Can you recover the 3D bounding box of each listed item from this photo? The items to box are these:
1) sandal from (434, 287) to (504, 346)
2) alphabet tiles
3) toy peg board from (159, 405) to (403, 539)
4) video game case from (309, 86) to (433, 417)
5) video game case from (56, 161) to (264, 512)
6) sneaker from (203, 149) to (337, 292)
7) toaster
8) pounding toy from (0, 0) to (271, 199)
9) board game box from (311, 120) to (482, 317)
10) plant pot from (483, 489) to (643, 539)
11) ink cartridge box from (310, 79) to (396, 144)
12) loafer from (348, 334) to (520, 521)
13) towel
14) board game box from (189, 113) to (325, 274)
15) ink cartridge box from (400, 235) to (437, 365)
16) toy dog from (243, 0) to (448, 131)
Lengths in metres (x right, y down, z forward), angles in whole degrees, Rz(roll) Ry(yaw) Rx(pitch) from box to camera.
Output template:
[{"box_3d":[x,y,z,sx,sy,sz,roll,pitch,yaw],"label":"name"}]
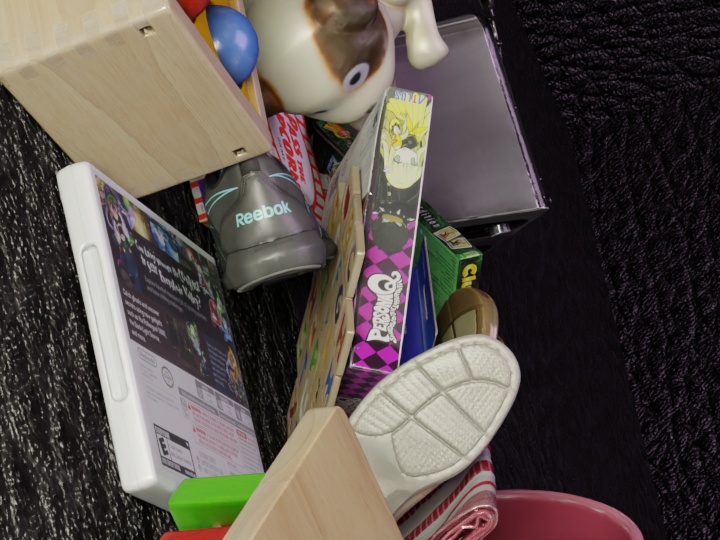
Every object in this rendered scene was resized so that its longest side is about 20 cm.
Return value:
[{"box_3d":[0.071,0.077,1.499,0.200,0.054,0.081,104,-11,-56],"label":"sandal"},{"box_3d":[-0.023,0.043,1.431,0.167,0.006,0.201,-93,-165,-56],"label":"alphabet tiles"},{"box_3d":[-0.050,0.208,1.132,0.201,0.097,0.199,66,34,-24],"label":"toy peg board"},{"box_3d":[0.000,0.000,1.467,0.200,0.036,0.182,126,-26,-70],"label":"video game case"},{"box_3d":[-0.105,0.052,1.272,0.200,0.023,0.183,42,32,-67],"label":"video game case"},{"box_3d":[-0.056,-0.033,1.371,0.200,0.075,0.080,169,-97,-84],"label":"sneaker"},{"box_3d":[0.053,-0.105,1.847,0.181,0.118,0.201,144,-69,-67],"label":"toaster"},{"box_3d":[-0.122,-0.181,1.251,0.184,0.141,0.201,53,22,-59],"label":"pounding toy"},{"box_3d":[0.020,-0.016,1.606,0.200,0.023,0.105,46,-42,45],"label":"board game box"},{"box_3d":[0.095,0.265,1.516,0.200,0.199,0.180,-70,156,-72],"label":"plant pot"},{"box_3d":[0.014,-0.072,1.708,0.200,0.057,0.163,125,-38,-49],"label":"ink cartridge box"},{"box_3d":[0.015,0.114,1.360,0.072,0.200,0.063,43,2,3],"label":"loafer"},{"box_3d":[0.024,0.161,1.381,0.023,0.144,0.200,46,8,-7],"label":"towel"},{"box_3d":[-0.078,-0.088,1.562,0.200,0.046,0.152,35,38,-72],"label":"board game box"},{"box_3d":[0.017,0.081,1.556,0.100,0.039,0.201,-95,-169,-49],"label":"ink cartridge box"},{"box_3d":[-0.027,-0.178,1.493,0.194,0.139,0.200,47,22,-32],"label":"toy dog"}]
